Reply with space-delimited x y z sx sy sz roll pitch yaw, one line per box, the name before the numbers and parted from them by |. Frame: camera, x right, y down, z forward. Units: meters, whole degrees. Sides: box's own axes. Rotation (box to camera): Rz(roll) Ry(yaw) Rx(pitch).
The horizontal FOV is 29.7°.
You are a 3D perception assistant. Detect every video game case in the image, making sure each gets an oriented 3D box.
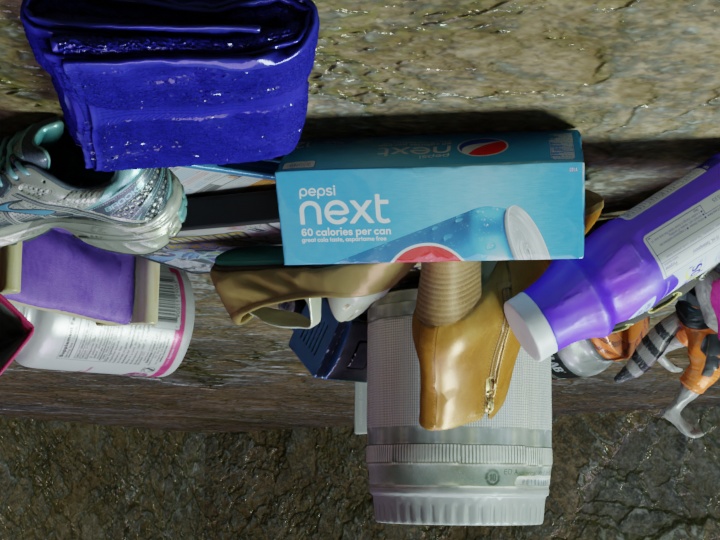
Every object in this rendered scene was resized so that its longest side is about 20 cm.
video game case | -0.095 -0.061 1.017 0.197 0.018 0.143 6 167 -30
video game case | -0.095 -0.027 1.077 0.197 0.026 0.180 -4 170 24

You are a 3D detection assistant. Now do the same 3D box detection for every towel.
towel | -0.099 -0.096 0.743 0.145 0.050 0.200 2 169 -5

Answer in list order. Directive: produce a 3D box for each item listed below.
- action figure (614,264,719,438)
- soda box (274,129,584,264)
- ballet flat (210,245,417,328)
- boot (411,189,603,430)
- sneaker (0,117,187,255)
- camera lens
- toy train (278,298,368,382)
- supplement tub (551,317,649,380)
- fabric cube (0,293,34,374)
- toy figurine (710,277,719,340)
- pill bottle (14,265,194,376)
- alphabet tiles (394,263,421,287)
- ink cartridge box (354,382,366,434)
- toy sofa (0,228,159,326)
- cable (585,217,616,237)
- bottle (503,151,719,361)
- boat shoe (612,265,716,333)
action figure | 0.289 0.040 1.139 0.103 0.196 0.200 19 -152 8
soda box | 0.047 -0.048 0.891 0.197 0.069 0.064 -1 -156 7
ballet flat | -0.026 0.009 0.997 0.198 0.064 0.068 -4 -165 41
boot | 0.106 0.025 0.992 0.070 0.146 0.200 20 -149 38
sneaker | -0.215 -0.067 0.891 0.197 0.079 0.087 1 147 8
camera lens | 0.084 0.111 1.153 0.157 0.203 0.160 0 171 0
toy train | 0.013 0.056 1.343 0.198 0.087 0.114 9 -151 -38
supplement tub | 0.163 0.043 1.280 0.198 0.125 0.122 -10 166 40
fabric cube | -0.397 0.063 1.009 0.200 0.197 0.199 44 154 -15
toy figurine | 0.337 0.006 0.958 0.182 0.152 0.200 -18 -169 12
pill bottle | -0.266 0.037 1.273 0.198 0.115 0.113 8 167 -35
alphabet tiles | 0.000 0.000 1.130 0.164 0.006 0.199 6 169 -27
ink cartridge box | 0.088 0.095 1.451 0.198 0.163 0.047 -6 167 31
toy sofa | -0.233 -0.007 1.125 0.096 0.084 0.199 -4 169 26
cable | 0.180 -0.017 1.142 0.197 0.051 0.097 1 158 4
bottle | 0.192 -0.008 0.933 0.198 0.066 0.084 -31 168 -9
boat shoe | 0.236 -0.008 1.077 0.060 0.073 0.201 14 147 -34
